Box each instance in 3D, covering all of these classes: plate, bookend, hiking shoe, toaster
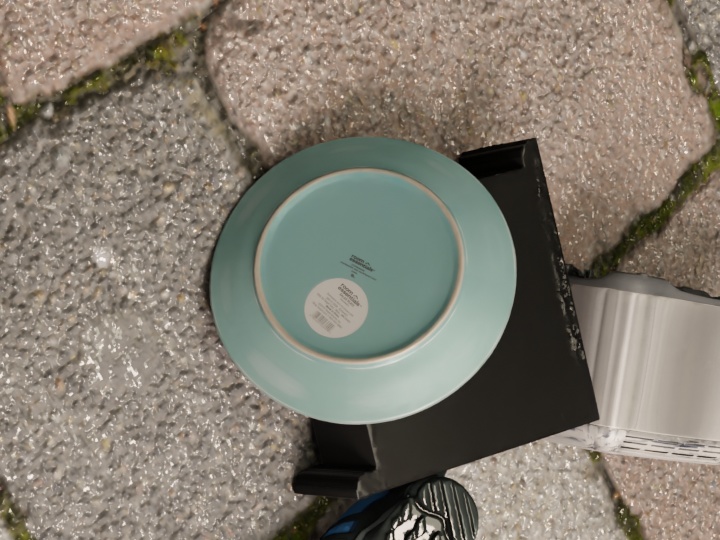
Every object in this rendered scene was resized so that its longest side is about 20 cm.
[{"bbox_3d":[0.000,0.000,1.346,0.200,0.200,0.026,-62,165,-17],"label":"plate"},{"bbox_3d":[0.038,0.032,1.418,0.200,0.092,0.199,-16,95,-29],"label":"bookend"},{"bbox_3d":[-0.009,0.208,1.399,0.200,0.087,0.074,-35,100,-5],"label":"hiking shoe"},{"bbox_3d":[0.203,0.068,1.524,0.200,0.114,0.130,10,88,-38],"label":"toaster"}]
